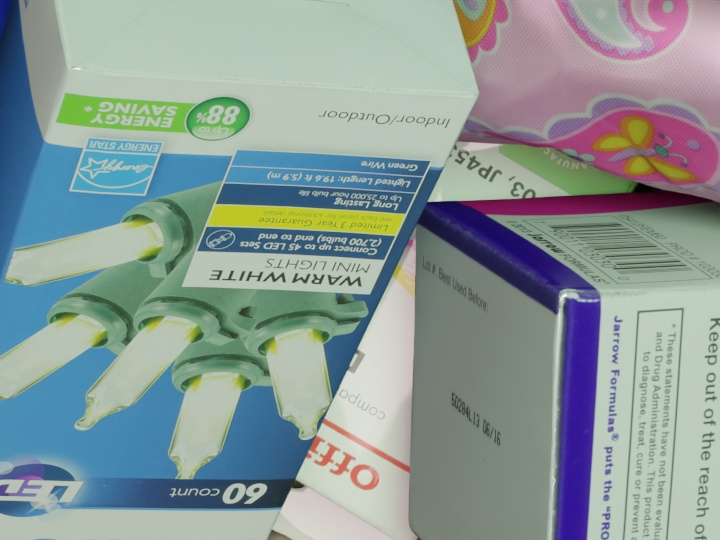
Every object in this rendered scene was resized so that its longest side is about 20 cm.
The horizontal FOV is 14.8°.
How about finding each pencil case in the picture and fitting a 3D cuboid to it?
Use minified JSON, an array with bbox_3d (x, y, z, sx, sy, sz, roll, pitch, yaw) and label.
[{"bbox_3d":[0.103,-0.055,0.718,0.200,0.087,0.088,14,107,17],"label":"pencil case"}]

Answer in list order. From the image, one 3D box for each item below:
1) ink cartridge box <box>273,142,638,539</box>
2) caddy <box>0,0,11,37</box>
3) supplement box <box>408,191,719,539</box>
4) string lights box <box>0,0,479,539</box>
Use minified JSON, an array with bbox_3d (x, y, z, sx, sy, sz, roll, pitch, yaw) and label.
[{"bbox_3d":[0.000,0.000,0.837,0.117,0.067,0.200,30,107,1],"label":"ink cartridge box"},{"bbox_3d":[-0.089,-0.097,0.791,0.141,0.105,0.200,-46,64,27],"label":"caddy"},{"bbox_3d":[0.124,0.034,0.766,0.199,0.101,0.104,-4,106,-19],"label":"supplement box"},{"bbox_3d":[-0.053,-0.001,0.716,0.103,0.059,0.200,2,139,-20],"label":"string lights box"}]
